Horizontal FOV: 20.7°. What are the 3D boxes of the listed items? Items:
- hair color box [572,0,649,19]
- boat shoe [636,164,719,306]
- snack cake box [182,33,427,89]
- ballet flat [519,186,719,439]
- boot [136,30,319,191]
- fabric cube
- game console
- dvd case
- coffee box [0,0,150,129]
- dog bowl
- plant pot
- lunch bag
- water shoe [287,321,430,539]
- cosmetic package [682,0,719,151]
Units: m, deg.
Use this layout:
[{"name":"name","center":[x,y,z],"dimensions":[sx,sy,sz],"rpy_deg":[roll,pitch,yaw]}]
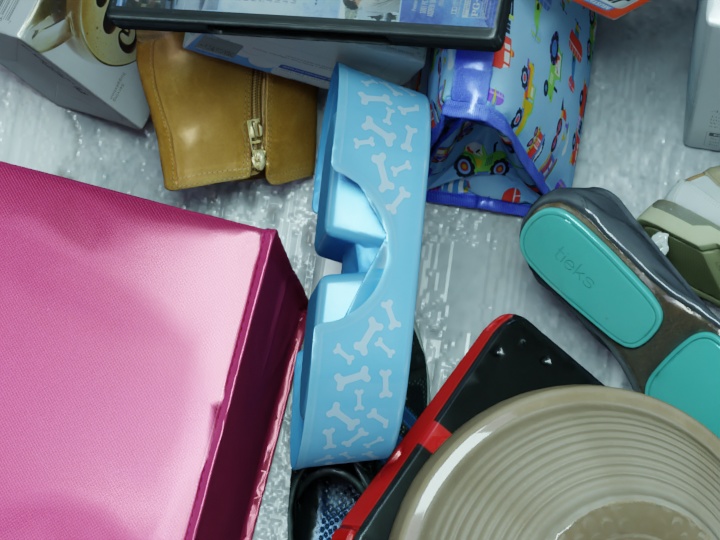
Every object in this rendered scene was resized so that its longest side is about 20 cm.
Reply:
[{"name":"hair color box","center":[0.162,-0.206,0.878],"dimensions":[0.064,0.199,0.112],"rpy_deg":[19,62,-35]},{"name":"boat shoe","center":[0.228,-0.002,0.994],"dimensions":[0.068,0.075,0.200],"rpy_deg":[-42,46,-13]},{"name":"snack cake box","center":[-0.016,-0.201,1.018],"dimensions":[0.114,0.067,0.202],"rpy_deg":[14,73,-16]},{"name":"ballet flat","center":[0.163,0.034,1.015],"dimensions":[0.073,0.073,0.200],"rpy_deg":[-39,82,-4]},{"name":"boot","center":[-0.036,-0.125,1.086],"dimensions":[0.200,0.071,0.145],"rpy_deg":[-18,106,-31]},{"name":"fabric cube","center":[-0.149,0.068,0.987],"dimensions":[0.197,0.200,0.198],"rpy_deg":[12,78,6]},{"name":"game console","center":[0.099,0.148,0.996],"dimensions":[0.200,0.031,0.177],"rpy_deg":[40,69,-6]},{"name":"dvd case","center":[-0.016,-0.176,0.932],"dimensions":[0.198,0.018,0.144],"rpy_deg":[6,74,20]},{"name":"coffee box","center":[-0.133,-0.196,1.078],"dimensions":[0.079,0.113,0.201],"rpy_deg":[19,78,36]},{"name":"dog bowl","center":[0.000,0.000,0.969],"dimensions":[0.049,0.111,0.202],"rpy_deg":[7,80,-5]},{"name":"plant pot","center":[0.114,0.154,0.920],"dimensions":[0.199,0.093,0.203],"rpy_deg":[1,85,-8]},{"name":"lunch bag","center":[0.073,-0.125,1.006],"dimensions":[0.093,0.200,0.152],"rpy_deg":[8,78,7]},{"name":"water shoe","center":[-0.001,0.096,1.026],"dimensions":[0.071,0.079,0.202],"rpy_deg":[1,77,5]},{"name":"cosmetic package","center":[0.239,-0.178,1.002],"dimensions":[0.122,0.200,0.201],"rpy_deg":[9,78,7]}]
